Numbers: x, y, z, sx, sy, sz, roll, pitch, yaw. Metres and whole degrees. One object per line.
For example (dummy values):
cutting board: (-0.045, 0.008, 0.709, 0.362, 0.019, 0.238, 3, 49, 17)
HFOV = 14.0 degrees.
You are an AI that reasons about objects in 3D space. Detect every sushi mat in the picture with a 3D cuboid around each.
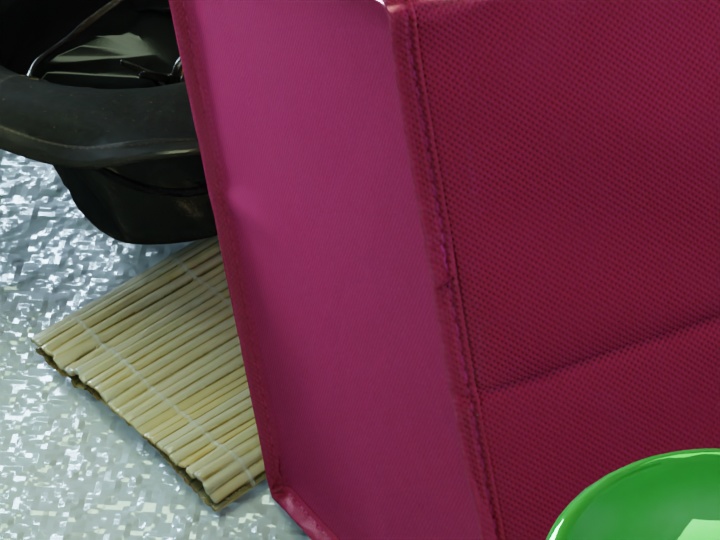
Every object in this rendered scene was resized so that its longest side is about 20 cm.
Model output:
sushi mat: (0.000, 0.000, 0.932, 0.200, 0.012, 0.096, -32, 49, -29)

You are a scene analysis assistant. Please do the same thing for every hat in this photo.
hat: (-0.064, -0.059, 0.946, 0.200, 0.081, 0.201, -3, 35, 2)

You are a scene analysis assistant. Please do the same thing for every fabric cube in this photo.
fabric cube: (0.079, -0.024, 0.778, 0.199, 0.200, 0.196, -16, 22, -15)

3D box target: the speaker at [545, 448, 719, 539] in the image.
speaker: (0.074, 0.134, 0.638, 0.088, 0.200, 0.089, -1, 42, 1)
